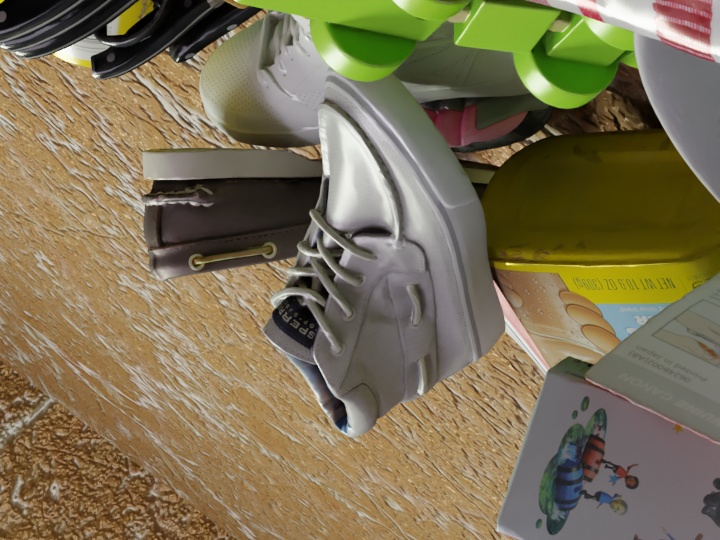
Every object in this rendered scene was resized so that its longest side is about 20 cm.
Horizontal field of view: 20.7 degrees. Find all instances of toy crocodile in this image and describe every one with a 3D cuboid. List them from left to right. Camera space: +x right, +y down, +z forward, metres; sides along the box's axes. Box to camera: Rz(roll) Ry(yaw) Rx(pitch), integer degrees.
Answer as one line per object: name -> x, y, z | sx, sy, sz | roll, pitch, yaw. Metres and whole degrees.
toy crocodile -> 0.046, -0.102, 0.692 | 0.198, 0.062, 0.068 | 6, 159, -20

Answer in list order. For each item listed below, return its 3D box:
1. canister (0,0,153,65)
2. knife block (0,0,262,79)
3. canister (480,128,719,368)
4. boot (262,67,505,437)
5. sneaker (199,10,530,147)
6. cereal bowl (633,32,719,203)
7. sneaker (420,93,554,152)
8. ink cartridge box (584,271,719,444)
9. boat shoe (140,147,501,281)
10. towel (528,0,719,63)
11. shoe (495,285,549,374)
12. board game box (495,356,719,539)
canister -> -0.124, -0.197, 0.804 | 0.148, 0.086, 0.201 | 39, 146, 17
knife block -> -0.048, -0.142, 0.686 | 0.064, 0.174, 0.200 | 67, 155, 16
canister -> 0.151, 0.031, 0.900 | 0.148, 0.087, 0.200 | 1, 140, 38
boot -> 0.000, 0.000, 0.833 | 0.074, 0.095, 0.201 | 42, 165, 36
sneaker -> -0.015, -0.112, 0.836 | 0.199, 0.074, 0.115 | -10, 153, 37
cereal bowl -> 0.189, -0.056, 0.621 | 0.199, 0.083, 0.200 | 36, 164, 12
sneaker -> 0.040, -0.085, 0.939 | 0.095, 0.080, 0.199 | 19, 175, -33
ink cartridge box -> 0.192, 0.048, 0.698 | 0.159, 0.199, 0.048 | 26, 125, 29
boat shoe -> -0.008, -0.025, 0.916 | 0.198, 0.060, 0.072 | 0, -177, -31
towel -> 0.090, -0.112, 0.532 | 0.199, 0.023, 0.145 | 25, 146, 37
shoe -> 0.139, 0.046, 1.031 | 0.200, 0.071, 0.091 | 46, 168, -6
board game box -> 0.157, 0.093, 0.725 | 0.198, 0.065, 0.148 | 18, -177, 9
